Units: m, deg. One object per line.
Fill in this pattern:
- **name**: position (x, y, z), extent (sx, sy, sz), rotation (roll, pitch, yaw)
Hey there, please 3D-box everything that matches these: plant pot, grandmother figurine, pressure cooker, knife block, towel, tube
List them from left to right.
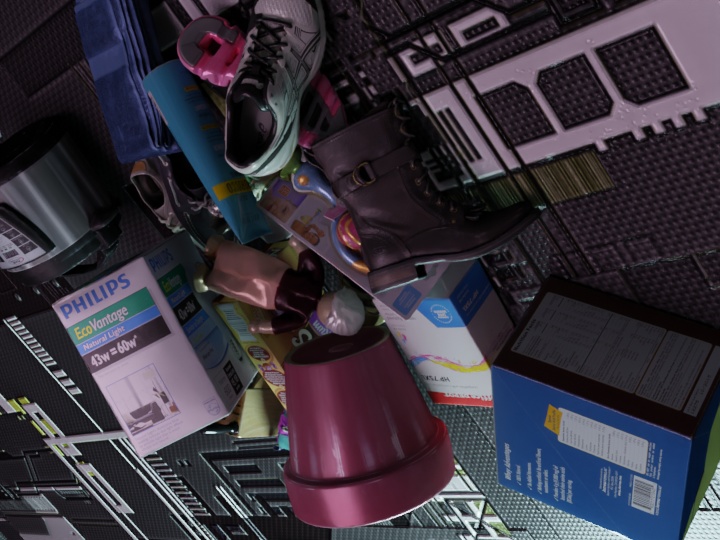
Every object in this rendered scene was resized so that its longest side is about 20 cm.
- **pressure cooker**: position (-0.415, -0.077, 1.452), extent (0.201, 0.178, 0.176), rotation (59, 172, -26)
- **towel**: position (-0.258, -0.218, 1.197), extent (0.111, 0.048, 0.202), rotation (-6, 102, 48)
- **tube**: position (-0.156, -0.119, 1.133), extent (0.050, 0.077, 0.201), rotation (-30, 89, 27)
- **knife block**: position (-0.169, 0.202, 1.521), extent (0.064, 0.176, 0.201), rotation (12, 137, 35)
- **grandmother figurine**: position (-0.085, 0.019, 1.240), extent (0.199, 0.122, 0.061), rotation (22, -175, 15)
- **plant pot**: position (-0.006, 0.169, 1.262), extent (0.199, 0.199, 0.180), rotation (-3, 107, 45)

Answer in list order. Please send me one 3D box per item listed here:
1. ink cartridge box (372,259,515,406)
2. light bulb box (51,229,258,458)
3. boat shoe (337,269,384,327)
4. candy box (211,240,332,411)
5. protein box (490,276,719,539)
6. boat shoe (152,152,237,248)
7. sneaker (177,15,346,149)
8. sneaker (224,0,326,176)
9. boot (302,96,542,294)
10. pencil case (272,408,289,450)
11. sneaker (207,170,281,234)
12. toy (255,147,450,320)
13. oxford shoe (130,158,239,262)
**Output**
- **ink cartridge box**: position (0.114, 0.086, 1.222), extent (0.116, 0.067, 0.201), rotation (-3, 127, 45)
- **light bulb box**: position (-0.231, 0.078, 1.285), extent (0.124, 0.198, 0.201), rotation (-27, 98, 9)
- **boat shoe**: position (0.002, 0.001, 1.237), extent (0.073, 0.063, 0.201), rotation (28, 143, 17)
- **candy box**: position (-0.083, 0.078, 1.356), extent (0.056, 0.117, 0.201), rotation (-6, 124, 47)
- **protein box**: position (0.250, 0.146, 1.099), extent (0.199, 0.135, 0.199), rotation (19, 140, 27)
- **boat shoe**: position (-0.200, -0.095, 1.301), extent (0.072, 0.063, 0.201), rotation (-21, 119, 2)
- **sneaker**: position (-0.097, -0.184, 1.138), extent (0.199, 0.079, 0.095), rotation (36, 167, 7)
- **sneaker**: position (-0.083, -0.185, 1.031), extent (0.075, 0.088, 0.202), rotation (11, 103, 13)
- **boot**: position (0.059, -0.085, 1.063), extent (0.069, 0.199, 0.175), rotation (19, -129, -85)
- **pencil case**: position (-0.021, 0.242, 1.501), extent (0.199, 0.092, 0.086), rotation (22, 104, 23)
- **sneaker**: position (-0.130, -0.096, 1.217), extent (0.077, 0.089, 0.200), rotation (33, 154, 5)
- **toy**: position (0.002, -0.056, 1.124), extent (0.199, 0.115, 0.047), rotation (36, 171, 9)
- **oxford shoe**: position (-0.220, -0.067, 1.379), extent (0.075, 0.058, 0.200), rotation (-13, 121, 46)
